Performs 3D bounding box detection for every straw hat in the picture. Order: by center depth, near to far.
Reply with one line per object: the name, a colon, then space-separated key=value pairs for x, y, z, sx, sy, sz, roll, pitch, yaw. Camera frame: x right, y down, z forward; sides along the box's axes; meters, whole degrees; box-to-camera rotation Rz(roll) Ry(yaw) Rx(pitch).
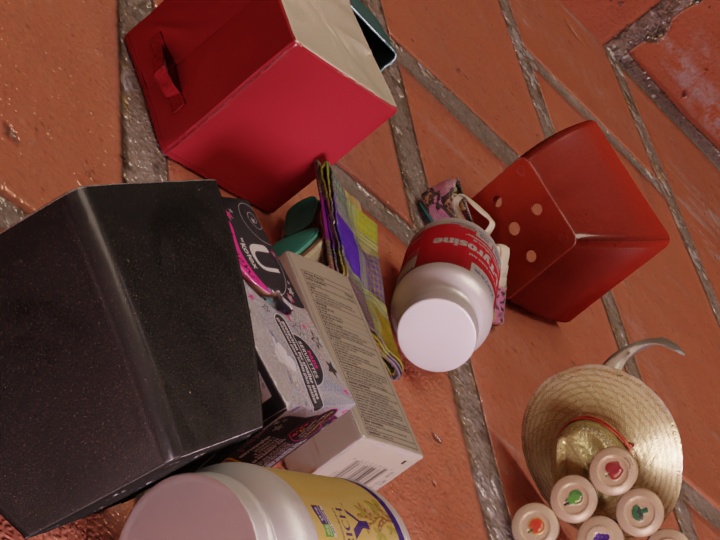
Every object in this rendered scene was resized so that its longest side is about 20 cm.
straw hat: x=0.244 y=0.208 z=1.899 sx=0.202 sy=0.201 sz=0.085 roll=55 pitch=32 yaw=5

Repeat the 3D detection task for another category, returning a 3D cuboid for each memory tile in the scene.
memory tile: x=0.260 y=0.297 z=1.826 sx=0.201 sy=0.153 sz=0.017 roll=56 pitch=3 yaw=11

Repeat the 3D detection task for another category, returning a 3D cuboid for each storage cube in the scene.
storage cube: x=-0.099 y=-0.198 z=1.789 sx=0.199 sy=0.179 sz=0.172 roll=27 pitch=33 yaw=-48

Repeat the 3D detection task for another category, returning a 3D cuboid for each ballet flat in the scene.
ballet flat: x=-0.052 y=-0.016 z=1.770 sx=0.063 sy=0.067 sz=0.200 roll=62 pitch=19 yaw=-17
ballet flat: x=0.141 y=-0.030 z=2.192 sx=0.069 sy=0.071 sz=0.201 roll=18 pitch=41 yaw=-58

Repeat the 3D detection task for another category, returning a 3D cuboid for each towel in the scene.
towel: x=0.000 y=0.000 z=1.773 sx=0.144 sy=0.023 sz=0.201 roll=53 pitch=22 yaw=-50

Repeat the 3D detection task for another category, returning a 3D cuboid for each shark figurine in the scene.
shark figurine: x=0.310 y=0.157 z=2.226 sx=0.127 sy=0.216 sz=0.090 roll=24 pitch=-19 yaw=0

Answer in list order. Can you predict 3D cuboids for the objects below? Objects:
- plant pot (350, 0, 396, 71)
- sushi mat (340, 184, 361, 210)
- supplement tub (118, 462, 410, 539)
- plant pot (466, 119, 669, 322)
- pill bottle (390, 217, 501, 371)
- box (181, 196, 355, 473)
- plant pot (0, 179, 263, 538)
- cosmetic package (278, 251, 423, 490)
plant pot: x=-0.066 y=-0.289 z=2.073 sx=0.141 sy=0.141 sz=0.200 roll=43 pitch=16 yaw=-26
sushi mat: x=0.002 y=0.001 z=1.854 sx=0.096 sy=0.012 sz=0.202 roll=45 pitch=28 yaw=-62
supplement tub: x=-0.065 y=0.213 z=1.263 sx=0.199 sy=0.145 sz=0.146 roll=18 pitch=40 yaw=-57
plant pot: x=0.241 y=-0.057 z=2.307 sx=0.176 sy=0.200 sz=0.201 roll=-8 pitch=63 yaw=-55
pill bottle: x=0.092 y=0.028 z=1.938 sx=0.112 sy=0.112 sz=0.200 roll=48 pitch=21 yaw=-13
box: x=-0.116 y=0.056 z=1.417 sx=0.201 sy=0.132 sz=0.114 roll=60 pitch=23 yaw=17
plant pot: x=-0.179 y=0.064 z=1.206 sx=0.179 sy=0.199 sz=0.200 roll=64 pitch=22 yaw=5
cosmetic package: x=-0.035 y=0.096 z=1.593 sx=0.103 sy=0.087 sz=0.201 roll=24 pitch=37 yaw=-50
